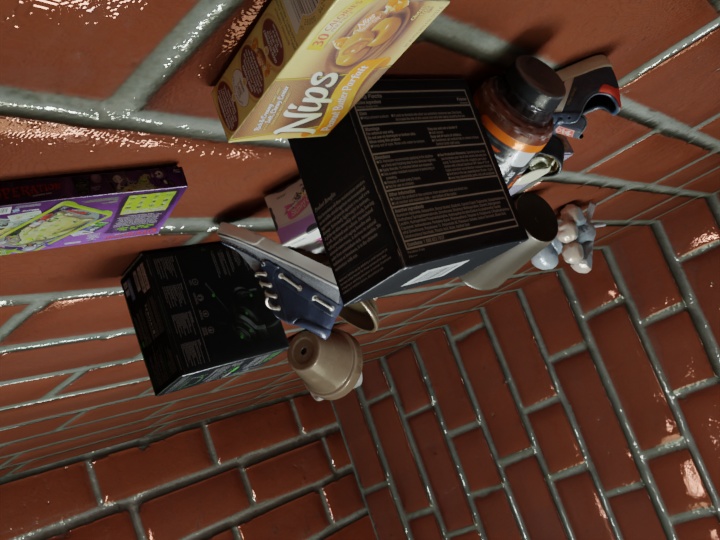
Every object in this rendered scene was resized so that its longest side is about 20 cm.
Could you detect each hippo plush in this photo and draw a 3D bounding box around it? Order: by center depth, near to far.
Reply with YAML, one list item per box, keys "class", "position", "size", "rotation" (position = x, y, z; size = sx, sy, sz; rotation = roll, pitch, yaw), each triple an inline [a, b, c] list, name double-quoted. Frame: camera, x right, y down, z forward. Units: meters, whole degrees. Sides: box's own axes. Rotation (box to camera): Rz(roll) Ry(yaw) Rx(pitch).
- class: "hippo plush"
  position: [0.496, -0.088, 1.862]
  size: [0.158, 0.160, 0.203]
  rotation: [-9, -138, 42]

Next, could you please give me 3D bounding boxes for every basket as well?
- class: "basket"
  position: [0.312, -0.064, 1.573]
  size: [0.177, 0.139, 0.200]
  rotation: [-18, 164, -35]

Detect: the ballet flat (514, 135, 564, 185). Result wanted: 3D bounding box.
- class: "ballet flat"
  position: [0.187, -0.147, 1.016]
  size: [0.194, 0.075, 0.073]
  rotation: [-4, 167, -3]

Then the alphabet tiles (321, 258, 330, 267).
- class: "alphabet tiles"
  position: [0.007, -0.037, 1.117]
  size: [0.199, 0.006, 0.165]
  rotation: [-36, -169, -38]

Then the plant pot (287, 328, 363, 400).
- class: "plant pot"
  position: [-0.114, 0.247, 2.077]
  size: [0.197, 0.205, 0.174]
  rotation: [-25, 151, 19]

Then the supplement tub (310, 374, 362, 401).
- class: "supplement tub"
  position: [-0.105, 0.427, 2.945]
  size: [0.196, 0.135, 0.132]
  rotation: [-16, 167, -27]

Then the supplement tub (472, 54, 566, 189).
- class: "supplement tub"
  position: [0.162, -0.157, 0.898]
  size: [0.105, 0.108, 0.201]
  rotation: [-12, 150, -38]

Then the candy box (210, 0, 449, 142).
- class: "candy box"
  position: [-0.032, -0.183, 0.616]
  size: [0.113, 0.057, 0.199]
  rotation: [-12, 165, -39]

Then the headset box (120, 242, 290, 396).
- class: "headset box"
  position: [-0.214, 0.060, 1.058]
  size: [0.197, 0.178, 0.092]
  rotation: [-12, 165, -43]

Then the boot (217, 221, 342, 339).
- class: "boot"
  position: [-0.112, 0.014, 0.988]
  size: [0.196, 0.092, 0.073]
  rotation: [25, 177, -4]

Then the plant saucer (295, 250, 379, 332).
- class: "plant saucer"
  position: [-0.043, 0.030, 1.261]
  size: [0.030, 0.199, 0.200]
  rotation: [-50, 176, -17]

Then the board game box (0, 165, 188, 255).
- class: "board game box"
  position: [-0.288, -0.060, 0.761]
  size: [0.196, 0.033, 0.120]
  rotation: [-12, 160, -37]

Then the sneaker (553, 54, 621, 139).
- class: "sneaker"
  position: [0.244, -0.201, 0.957]
  size: [0.196, 0.086, 0.075]
  rotation: [-23, 168, 6]

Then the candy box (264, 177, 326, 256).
- class: "candy box"
  position: [-0.012, -0.089, 1.012]
  size: [0.165, 0.073, 0.199]
  rotation: [-25, 169, 16]

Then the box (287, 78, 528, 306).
- class: "box"
  position: [0.051, -0.091, 0.812]
  size: [0.196, 0.203, 0.122]
  rotation: [-11, 167, -39]

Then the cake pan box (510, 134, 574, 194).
- class: "cake pan box"
  position: [0.214, -0.157, 1.182]
  size: [0.197, 0.053, 0.183]
  rotation: [-11, 162, -42]
